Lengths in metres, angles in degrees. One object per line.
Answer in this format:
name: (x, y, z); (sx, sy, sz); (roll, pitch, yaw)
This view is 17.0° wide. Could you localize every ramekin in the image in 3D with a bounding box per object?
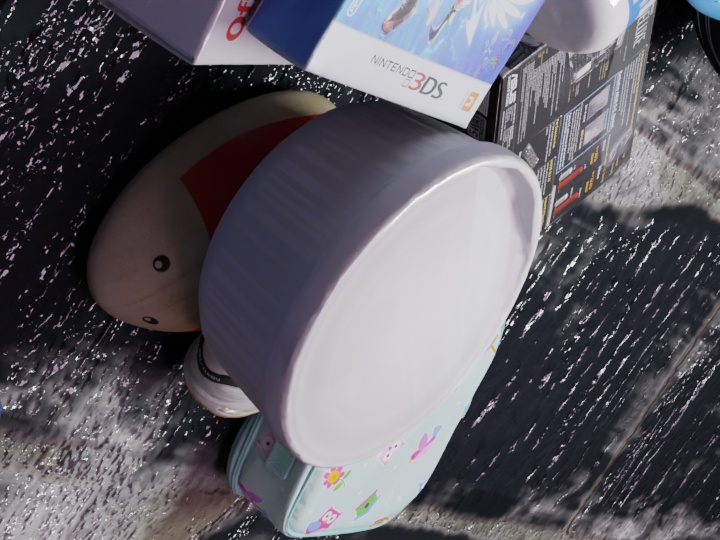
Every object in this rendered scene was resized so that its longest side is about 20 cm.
ramekin: (0.000, 0.000, 1.306); (0.202, 0.094, 0.203); (-37, 148, -28)

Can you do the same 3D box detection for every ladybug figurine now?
ladybug figurine: (-0.064, -0.028, 1.356); (0.200, 0.072, 0.136); (-32, 147, -36)

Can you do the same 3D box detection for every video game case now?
video game case: (0.052, -0.177, 1.197); (0.201, 0.045, 0.181); (-58, 154, 11)

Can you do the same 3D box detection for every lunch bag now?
lunch bag: (0.003, 0.078, 1.593); (0.160, 0.077, 0.201); (1, 121, -54)

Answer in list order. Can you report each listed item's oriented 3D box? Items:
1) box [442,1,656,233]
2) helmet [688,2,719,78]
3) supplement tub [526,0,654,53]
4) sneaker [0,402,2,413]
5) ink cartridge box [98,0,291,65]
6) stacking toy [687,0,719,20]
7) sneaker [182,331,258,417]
box: (0.121, -0.109, 1.582); (0.158, 0.050, 0.201); (-38, 151, -28)
helmet: (0.320, -0.201, 1.629); (0.200, 0.200, 0.192); (-31, 109, -36)
supplement tub: (0.158, -0.234, 1.394); (0.200, 0.132, 0.132); (-44, 153, -16)
sneaker: (-0.242, 0.074, 1.187); (0.076, 0.078, 0.200); (-58, 153, 13)
ink cartridge box: (-0.024, -0.184, 1.213); (0.200, 0.086, 0.147); (-10, 131, -56)
stacking toy: (0.279, -0.250, 1.500); (0.199, 0.110, 0.116); (-24, 160, 19)
sneaker: (-0.013, 0.021, 1.451); (0.200, 0.076, 0.088); (-33, 169, -20)
